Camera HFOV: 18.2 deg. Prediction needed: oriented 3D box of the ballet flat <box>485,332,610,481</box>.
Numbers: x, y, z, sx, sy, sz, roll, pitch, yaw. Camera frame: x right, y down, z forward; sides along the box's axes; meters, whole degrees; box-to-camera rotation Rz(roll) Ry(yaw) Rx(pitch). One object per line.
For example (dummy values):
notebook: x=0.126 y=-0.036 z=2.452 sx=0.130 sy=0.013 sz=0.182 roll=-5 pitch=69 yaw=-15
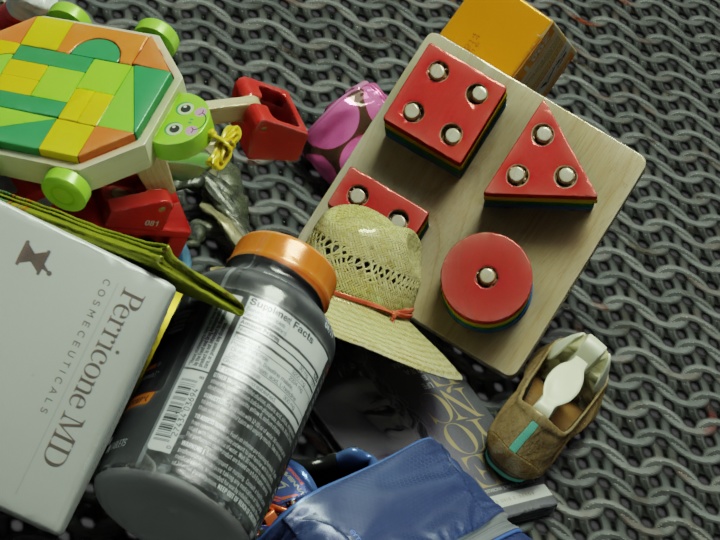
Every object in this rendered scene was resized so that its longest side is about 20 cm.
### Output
ballet flat: x=0.150 y=0.087 z=1.678 sx=0.068 sy=0.072 sz=0.200 roll=38 pitch=31 yaw=7

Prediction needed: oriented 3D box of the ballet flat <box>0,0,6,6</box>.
ballet flat: x=-0.288 y=-0.196 z=1.751 sx=0.069 sy=0.070 sz=0.200 roll=1 pitch=44 yaw=-32

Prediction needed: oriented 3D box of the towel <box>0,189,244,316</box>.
towel: x=-0.161 y=-0.018 z=1.388 sx=0.200 sy=0.018 sz=0.086 roll=19 pitch=-9 yaw=41

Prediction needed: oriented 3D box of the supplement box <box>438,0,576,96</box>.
supplement box: x=0.108 y=-0.162 z=1.853 sx=0.073 sy=0.126 sz=0.200 roll=36 pitch=6 yaw=9

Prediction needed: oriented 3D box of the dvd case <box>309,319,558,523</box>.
dvd case: x=0.036 y=0.113 z=1.636 sx=0.148 sy=0.016 sz=0.200 roll=-8 pitch=50 yaw=-40

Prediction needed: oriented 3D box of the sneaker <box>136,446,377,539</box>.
sneaker: x=-0.065 y=0.156 z=1.463 sx=0.200 sy=0.079 sz=0.075 roll=-16 pitch=54 yaw=-45

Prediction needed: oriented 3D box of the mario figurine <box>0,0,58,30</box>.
mario figurine: x=-0.284 y=-0.155 z=1.628 sx=0.199 sy=0.124 sz=0.106 roll=25 pitch=50 yaw=20

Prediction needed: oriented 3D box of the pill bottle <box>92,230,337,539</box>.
pill bottle: x=-0.081 y=0.072 z=1.397 sx=0.106 sy=0.106 sz=0.200 roll=26 pitch=59 yaw=-3

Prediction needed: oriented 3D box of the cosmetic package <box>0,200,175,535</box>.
cosmetic package: x=-0.235 y=0.045 z=1.361 sx=0.199 sy=0.165 sz=0.165 roll=25 pitch=-7 yaw=-3

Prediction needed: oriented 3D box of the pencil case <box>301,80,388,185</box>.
pencil case: x=0.043 y=-0.068 z=1.794 sx=0.200 sy=0.094 sz=0.091 roll=42 pitch=38 yaw=19

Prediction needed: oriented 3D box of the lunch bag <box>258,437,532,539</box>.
lunch bag: x=0.023 y=0.208 z=1.410 sx=0.132 sy=0.136 sz=0.200 roll=46 pitch=39 yaw=20

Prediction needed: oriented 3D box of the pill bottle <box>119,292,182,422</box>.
pill bottle: x=-0.135 y=0.055 z=1.511 sx=0.199 sy=0.111 sz=0.111 roll=23 pitch=36 yaw=-8

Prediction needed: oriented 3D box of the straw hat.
straw hat: x=0.000 y=0.000 z=1.593 sx=0.200 sy=0.085 sz=0.201 roll=23 pitch=4 yaw=-2

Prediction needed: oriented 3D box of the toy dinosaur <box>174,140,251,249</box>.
toy dinosaur: x=-0.116 y=-0.045 z=1.704 sx=0.088 sy=0.048 sz=0.200 roll=10 pitch=43 yaw=-34

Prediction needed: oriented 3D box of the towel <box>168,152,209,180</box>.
towel: x=-0.227 y=-0.077 z=1.611 sx=0.199 sy=0.149 sz=0.031 roll=6 pitch=86 yaw=-30

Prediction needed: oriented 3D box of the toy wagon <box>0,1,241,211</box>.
toy wagon: x=-0.175 y=-0.109 z=1.483 sx=0.199 sy=0.040 sz=0.155 roll=11 pitch=53 yaw=20

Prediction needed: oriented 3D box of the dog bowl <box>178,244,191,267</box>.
dog bowl: x=-0.212 y=-0.011 z=1.592 sx=0.199 sy=0.050 sz=0.112 roll=13 pitch=39 yaw=-20

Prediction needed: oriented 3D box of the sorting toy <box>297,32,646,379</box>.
sorting toy: x=0.084 y=-0.056 z=1.698 sx=0.198 sy=0.200 sz=0.070 roll=31 pitch=-8 yaw=8

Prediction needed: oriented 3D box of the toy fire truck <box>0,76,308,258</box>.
toy fire truck: x=-0.150 y=-0.070 z=1.542 sx=0.199 sy=0.141 sz=0.049 roll=3 pitch=43 yaw=-31
